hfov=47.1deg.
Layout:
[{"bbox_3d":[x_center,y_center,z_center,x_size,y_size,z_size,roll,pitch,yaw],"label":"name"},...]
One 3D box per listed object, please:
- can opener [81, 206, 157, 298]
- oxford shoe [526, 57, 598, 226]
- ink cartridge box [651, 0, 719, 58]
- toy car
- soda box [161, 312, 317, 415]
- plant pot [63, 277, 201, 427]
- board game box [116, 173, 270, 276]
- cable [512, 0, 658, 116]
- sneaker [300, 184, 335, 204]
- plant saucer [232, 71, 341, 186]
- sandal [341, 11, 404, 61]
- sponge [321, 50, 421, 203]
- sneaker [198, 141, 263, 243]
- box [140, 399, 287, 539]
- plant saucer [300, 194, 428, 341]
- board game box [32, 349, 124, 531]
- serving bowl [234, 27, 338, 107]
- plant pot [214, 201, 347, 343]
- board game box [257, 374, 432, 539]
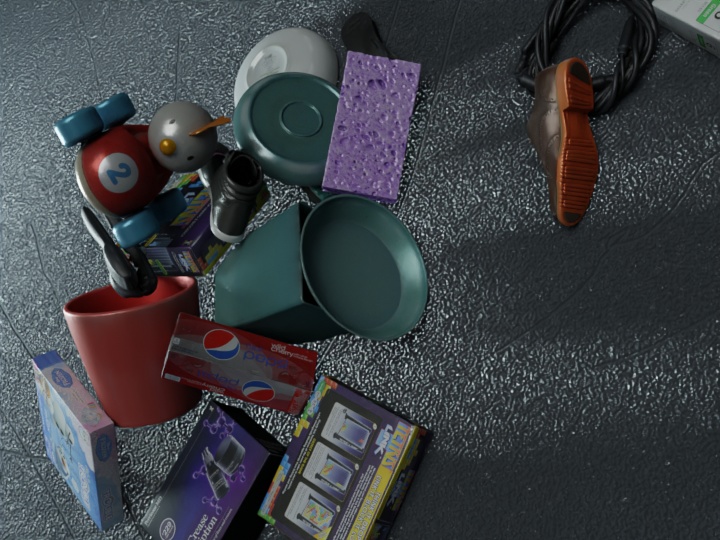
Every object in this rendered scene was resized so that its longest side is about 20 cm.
[{"bbox_3d":[-0.343,-0.036,1.174,0.062,0.080,0.201,-18,49,-22],"label":"can opener"},{"bbox_3d":[0.248,-0.156,1.031,0.072,0.070,0.205,-3,82,52],"label":"oxford shoe"},{"bbox_3d":[0.454,-0.301,0.963,0.109,0.050,0.200,-49,53,8],"label":"ink cartridge box"},{"bbox_3d":[-0.267,-0.165,1.113,0.197,0.177,0.187,-22,105,22],"label":"toy car"},{"bbox_3d":[-0.160,0.127,1.106,0.071,0.196,0.064,-83,15,-46],"label":"soda box"},{"bbox_3d":[-0.315,0.117,1.203,0.197,0.200,0.181,-1,106,32],"label":"plant pot"},{"bbox_3d":[-0.256,-0.075,1.267,0.163,0.057,0.201,-2,39,33],"label":"board game box"},{"bbox_3d":[0.298,-0.295,1.062,0.201,0.051,0.163,-51,54,6],"label":"cable"},{"bbox_3d":[-0.108,-0.171,1.266,0.201,0.077,0.092,55,135,18],"label":"sneaker"},{"bbox_3d":[-0.089,-0.218,1.220,0.196,0.028,0.204,6,62,-11],"label":"plant saucer"},{"bbox_3d":[0.016,-0.323,1.260,0.076,0.043,0.202,-39,56,13],"label":"sandal"},{"bbox_3d":[0.016,-0.204,1.179,0.109,0.030,0.204,11,83,0],"label":"sponge"},{"bbox_3d":[-0.179,-0.142,1.166,0.100,0.069,0.202,-58,34,35],"label":"sneaker"},{"bbox_3d":[-0.194,0.306,1.138,0.140,0.079,0.202,29,89,39],"label":"box"},{"bbox_3d":[0.000,0.000,1.072,0.036,0.197,0.204,-35,52,49],"label":"plant saucer"},{"bbox_3d":[-0.430,0.258,1.257,0.198,0.043,0.203,34,132,37],"label":"board game box"},{"bbox_3d":[-0.133,-0.311,1.340,0.197,0.066,0.204,-13,65,28],"label":"serving bowl"},{"bbox_3d":[-0.108,0.024,1.153,0.198,0.140,0.144,-22,61,34],"label":"plant pot"},{"bbox_3d":[-0.021,0.260,1.055,0.163,0.057,0.203,23,85,35],"label":"board game box"}]
